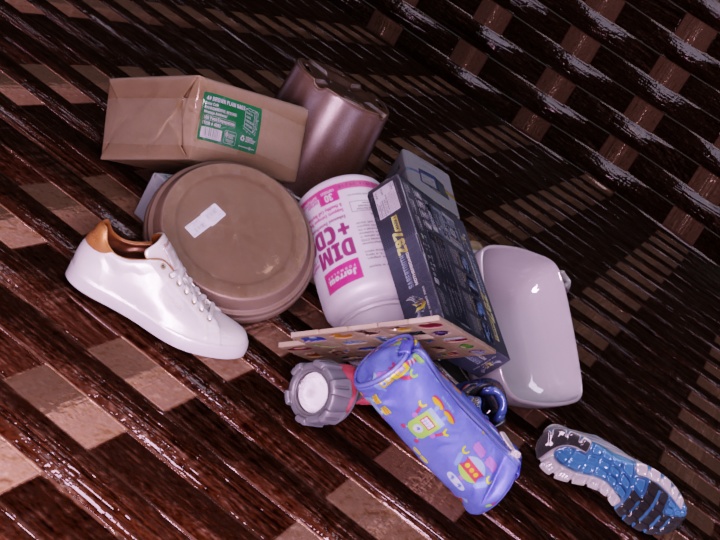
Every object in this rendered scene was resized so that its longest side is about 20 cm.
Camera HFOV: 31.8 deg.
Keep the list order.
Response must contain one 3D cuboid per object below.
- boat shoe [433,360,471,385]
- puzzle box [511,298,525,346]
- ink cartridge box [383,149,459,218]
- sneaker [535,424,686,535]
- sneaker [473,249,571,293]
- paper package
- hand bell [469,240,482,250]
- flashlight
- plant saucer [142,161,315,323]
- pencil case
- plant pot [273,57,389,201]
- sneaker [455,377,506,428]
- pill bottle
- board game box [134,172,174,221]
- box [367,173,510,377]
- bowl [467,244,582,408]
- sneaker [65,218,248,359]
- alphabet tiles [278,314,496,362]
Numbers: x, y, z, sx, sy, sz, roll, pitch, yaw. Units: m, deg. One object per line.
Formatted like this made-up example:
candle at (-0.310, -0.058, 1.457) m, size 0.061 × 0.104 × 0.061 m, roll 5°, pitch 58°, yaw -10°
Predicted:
boat shoe at (0.073, 0.091, 1.527) m, size 0.199 × 0.064 × 0.070 m, roll 40°, pitch 20°, yaw 18°
puzzle box at (0.125, 0.051, 1.649) m, size 0.198 × 0.025 × 0.135 m, roll 27°, pitch 62°, yaw -17°
ink cartridge box at (0.063, -0.067, 1.793) m, size 0.087 × 0.147 × 0.200 m, roll 29°, pitch 17°, yaw -10°
sneaker at (0.301, 0.238, 1.513) m, size 0.198 × 0.076 × 0.087 m, roll 33°, pitch 12°, yaw 1°
sneaker at (0.198, 0.001, 1.732) m, size 0.197 × 0.080 × 0.071 m, roll 16°, pitch 56°, yaw -20°
paper package at (-0.197, -0.175, 1.600) m, size 0.189 × 0.105 × 0.198 m, roll 4°, pitch -4°, yaw 41°
hand bell at (0.178, 0.068, 1.769) m, size 0.103 × 0.104 × 0.201 m, roll 9°, pitch 42°, yaw -50°
flashlight at (0.004, 0.132, 1.321) m, size 0.199 × 0.068 × 0.068 m, roll 15°, pitch 31°, yaw -55°
plant saucer at (-0.140, -0.038, 1.393) m, size 0.197 × 0.030 × 0.203 m, roll 10°, pitch 60°, yaw -17°
pencil case at (0.082, 0.152, 1.260) m, size 0.200 × 0.086 × 0.078 m, roll 48°, pitch 27°, yaw -15°
plant pot at (-0.069, -0.174, 1.772) m, size 0.198 × 0.200 × 0.201 m, roll 28°, pitch 19°, yaw -10°
sneaker at (0.132, 0.157, 1.395) m, size 0.076 × 0.078 × 0.200 m, roll 64°, pitch 22°, yaw 2°
pill bottle at (0.000, 0.000, 1.478) m, size 0.112 × 0.113 × 0.203 m, roll 12°, pitch 50°, yaw -45°
board game box at (-0.152, -0.048, 1.529) m, size 0.147 × 0.065 × 0.199 m, roll 42°, pitch 22°, yaw 27°
box at (0.089, 0.007, 1.445) m, size 0.157 × 0.051 × 0.202 m, roll 30°, pitch 37°, yaw -50°
bowl at (0.190, 0.078, 1.589) m, size 0.199 × 0.074 × 0.203 m, roll 10°, pitch 66°, yaw -51°
sneaker at (-0.189, 0.018, 1.262) m, size 0.198 × 0.085 × 0.073 m, roll 29°, pitch 16°, yaw -15°
alphabet tiles at (0.022, 0.078, 1.323) m, size 0.197 × 0.008 × 0.167 m, roll -7°, pitch -17°, yaw 25°
